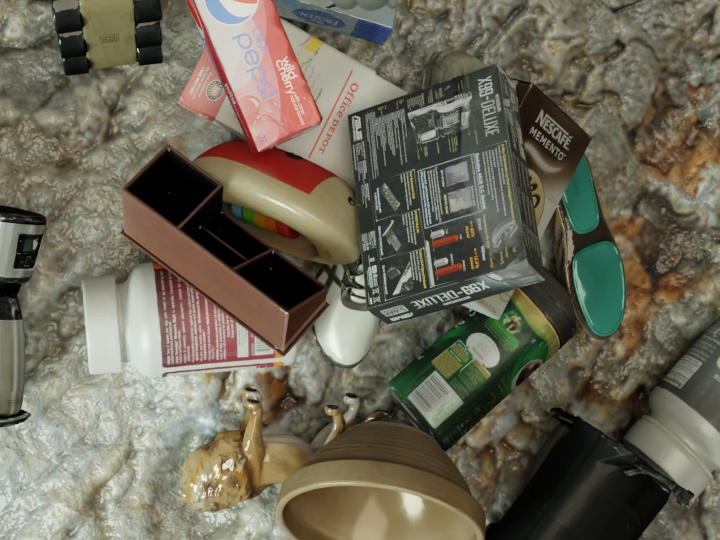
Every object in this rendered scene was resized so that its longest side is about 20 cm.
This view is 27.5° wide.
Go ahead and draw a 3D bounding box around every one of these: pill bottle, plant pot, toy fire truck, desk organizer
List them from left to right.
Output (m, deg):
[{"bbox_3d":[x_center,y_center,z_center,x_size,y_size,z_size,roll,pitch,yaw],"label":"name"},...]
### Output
[{"bbox_3d":[-0.227,-0.302,1.348,0.127,0.176,0.203,-9,80,-9],"label":"toy fire truck"},{"bbox_3d":[-0.162,0.044,1.403,0.197,0.110,0.111,-4,94,-10],"label":"pill bottle"},{"bbox_3d":[-0.123,-0.020,1.335,0.199,0.077,0.072,36,62,13],"label":"desk organizer"},{"bbox_3d":[0.024,0.208,1.402,0.199,0.201,0.094,18,55,-10],"label":"plant pot"},{"bbox_3d":[0.368,0.130,1.500,0.113,0.113,0.200,43,86,-10],"label":"pill bottle"}]

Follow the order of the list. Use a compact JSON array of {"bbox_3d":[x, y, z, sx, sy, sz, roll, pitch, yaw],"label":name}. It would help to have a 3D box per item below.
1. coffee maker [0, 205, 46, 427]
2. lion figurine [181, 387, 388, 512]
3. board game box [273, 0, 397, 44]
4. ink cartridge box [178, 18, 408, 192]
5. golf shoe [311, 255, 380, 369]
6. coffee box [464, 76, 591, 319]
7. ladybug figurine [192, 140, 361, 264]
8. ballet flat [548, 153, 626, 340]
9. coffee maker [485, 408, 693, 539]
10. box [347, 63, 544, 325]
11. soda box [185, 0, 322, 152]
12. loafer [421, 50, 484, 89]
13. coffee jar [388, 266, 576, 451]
[{"bbox_3d":[-0.392,0.034,1.349,0.189,0.135,0.203,5,92,-10],"label":"coffee maker"},{"bbox_3d":[-0.075,0.183,1.447,0.197,0.072,0.124,6,102,-15],"label":"lion figurine"},{"bbox_3d":[-0.051,-0.337,1.403,0.197,0.043,0.202,14,71,-11],"label":"board game box"},{"bbox_3d":[-0.064,-0.167,1.429,0.198,0.067,0.117,28,88,-9],"label":"ink cartridge box"},{"bbox_3d":[0.000,0.000,1.437,0.077,0.094,0.203,8,94,-14],"label":"golf shoe"},{"bbox_3d":[0.122,-0.072,1.401,0.113,0.079,0.202,32,84,-41],"label":"coffee box"},{"bbox_3d":[-0.080,-0.070,1.394,0.198,0.136,0.073,21,73,18],"label":"ladybug figurine"},{"bbox_3d":[0.222,-0.030,1.488,0.067,0.067,0.203,-13,96,-17],"label":"ballet flat"},{"bbox_3d":[0.197,0.256,1.431,0.134,0.192,0.201,36,86,-2],"label":"coffee maker"},{"bbox_3d":[0.074,-0.069,1.321,0.156,0.050,0.202,-17,64,22],"label":"box"},{"bbox_3d":[-0.104,-0.210,1.315,0.069,0.063,0.202,-24,97,-8],"label":"soda box"},{"bbox_3d":[0.090,-0.119,1.463,0.069,0.070,0.203,-7,111,-30],"label":"loafer"},{"bbox_3d":[0.125,0.084,1.457,0.200,0.104,0.085,-40,72,-6],"label":"coffee jar"}]
